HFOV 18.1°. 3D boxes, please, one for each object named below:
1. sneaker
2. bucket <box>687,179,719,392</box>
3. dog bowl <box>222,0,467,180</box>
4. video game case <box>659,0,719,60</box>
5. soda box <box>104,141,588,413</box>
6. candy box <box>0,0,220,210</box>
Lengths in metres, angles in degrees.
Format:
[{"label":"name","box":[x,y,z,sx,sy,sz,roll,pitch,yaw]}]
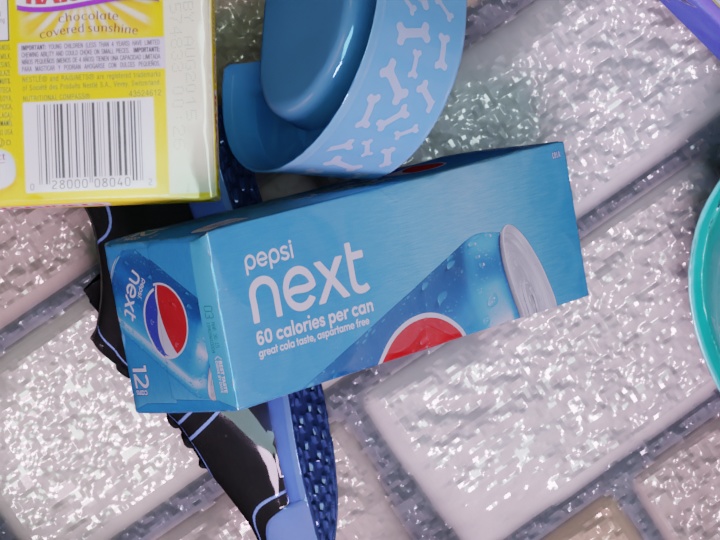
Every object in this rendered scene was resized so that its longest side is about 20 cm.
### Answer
[{"label":"sneaker","box":[-0.066,0.033,0.936,0.077,0.070,0.201,-13,102,13]},{"label":"bucket","box":[0.240,0.014,0.925,0.206,0.135,0.209,-4,109,-11]},{"label":"dog bowl","box":[-0.002,-0.126,0.893,0.049,0.111,0.201,18,63,-30]},{"label":"video game case","box":[0.169,-0.194,0.929,0.200,0.045,0.182,38,86,-34]},{"label":"soda box","box":[0.000,0.000,0.891,0.199,0.064,0.068,-16,98,-42]},{"label":"candy box","box":[-0.153,-0.073,0.850,0.199,0.026,0.103,-2,85,2]}]
